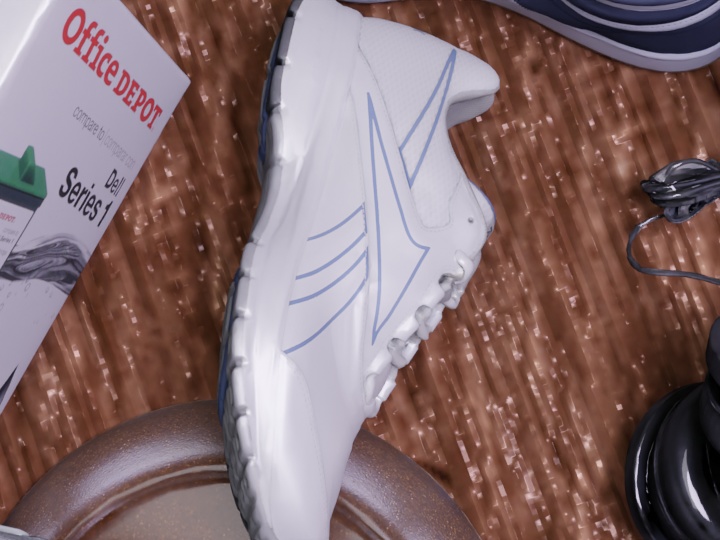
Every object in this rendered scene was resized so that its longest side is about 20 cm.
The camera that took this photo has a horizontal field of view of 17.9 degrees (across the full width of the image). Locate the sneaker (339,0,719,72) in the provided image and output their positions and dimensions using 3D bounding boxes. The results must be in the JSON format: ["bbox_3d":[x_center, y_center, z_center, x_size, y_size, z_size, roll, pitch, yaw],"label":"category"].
[{"bbox_3d":[0.038,-0.126,0.770,0.199,0.109,0.070,16,83,6],"label":"sneaker"}]

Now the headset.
[{"bbox_3d":[0.144,0.048,0.744,0.094,0.124,0.201,-10,62,-22],"label":"headset"}]

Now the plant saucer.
[{"bbox_3d":[-0.045,0.142,0.779,0.199,0.032,0.201,-1,81,4],"label":"plant saucer"}]

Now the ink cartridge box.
[{"bbox_3d":[-0.151,-0.016,0.746,0.084,0.146,0.200,28,85,14],"label":"ink cartridge box"}]

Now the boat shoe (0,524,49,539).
[{"bbox_3d":[-0.078,0.126,0.698,0.199,0.071,0.072,22,82,-22],"label":"boat shoe"}]

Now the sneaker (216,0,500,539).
[{"bbox_3d":[0.000,0.000,0.764,0.087,0.075,0.201,11,72,-3],"label":"sneaker"}]
